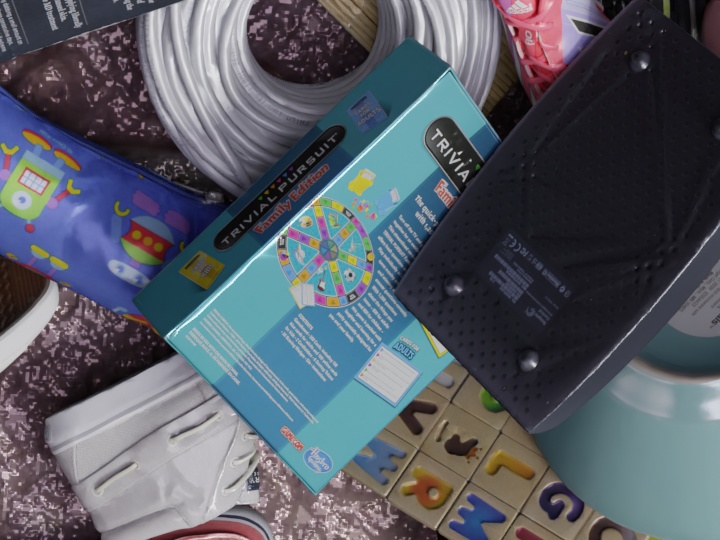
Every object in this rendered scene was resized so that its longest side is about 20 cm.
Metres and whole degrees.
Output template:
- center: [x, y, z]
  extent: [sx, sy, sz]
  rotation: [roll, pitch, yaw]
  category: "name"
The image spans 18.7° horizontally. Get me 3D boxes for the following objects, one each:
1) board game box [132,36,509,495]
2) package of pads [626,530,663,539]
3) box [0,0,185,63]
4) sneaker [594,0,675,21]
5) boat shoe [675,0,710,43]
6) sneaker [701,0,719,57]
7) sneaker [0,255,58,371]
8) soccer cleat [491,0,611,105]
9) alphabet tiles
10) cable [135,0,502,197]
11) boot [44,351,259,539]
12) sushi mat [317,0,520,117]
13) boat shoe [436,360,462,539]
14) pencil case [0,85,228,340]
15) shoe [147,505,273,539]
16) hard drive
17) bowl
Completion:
- center: [0.000, 0.000, 1.156]
  extent: [0.200, 0.047, 0.151]
  rotation: [-43, 130, -4]
  category: "board game box"
- center: [0.193, 0.120, 1.221]
  extent: [0.153, 0.201, 0.068]
  rotation: [-22, 142, 12]
  category: "package of pads"
- center: [-0.131, -0.235, 1.067]
  extent: [0.195, 0.124, 0.202]
  rotation: [-19, 73, -7]
  category: "box"
- center: [0.151, -0.128, 1.222]
  extent: [0.071, 0.083, 0.201]
  rotation: [14, 130, 15]
  category: "sneaker"
- center: [0.208, -0.142, 1.234]
  extent: [0.072, 0.063, 0.202]
  rotation: [-17, 108, -5]
  category: "boat shoe"
- center: [0.226, -0.081, 1.128]
  extent: [0.104, 0.200, 0.076]
  rotation: [-14, 139, -36]
  category: "sneaker"
- center: [-0.249, 0.067, 1.216]
  extent: [0.199, 0.073, 0.085]
  rotation: [-34, 144, -9]
  category: "sneaker"
- center: [0.095, -0.134, 1.136]
  extent: [0.066, 0.077, 0.201]
  rotation: [-5, 122, 27]
  category: "soccer cleat"
- center: [0.087, 0.077, 1.209]
  extent: [0.199, 0.006, 0.167]
  rotation: [30, 70, 18]
  category: "alphabet tiles"
- center: [-0.022, -0.130, 1.178]
  extent: [0.200, 0.069, 0.200]
  rotation: [-42, 109, 5]
  category: "cable"
- center: [-0.073, 0.084, 1.231]
  extent: [0.199, 0.074, 0.096]
  rotation: [-27, 92, 6]
  category: "boot"
- center: [0.022, -0.171, 1.216]
  extent: [0.096, 0.012, 0.200]
  rotation: [-45, 108, 5]
  category: "sushi mat"
- center: [0.075, 0.119, 1.279]
  extent: [0.062, 0.073, 0.203]
  rotation: [-6, 99, -4]
  category: "boat shoe"
- center: [-0.158, -0.037, 1.181]
  extent: [0.199, 0.078, 0.087]
  rotation: [28, 96, -14]
  category: "pencil case"
- center: [-0.140, 0.197, 1.248]
  extent: [0.198, 0.091, 0.072]
  rotation: [-17, 108, -6]
  category: "shoe"
- center: [0.120, -0.025, 1.101]
  extent: [0.200, 0.135, 0.042]
  rotation: [-51, 142, 7]
  category: "hard drive"
- center: [0.179, 0.031, 1.153]
  extent: [0.199, 0.202, 0.105]
  rotation: [-25, 149, -3]
  category: "bowl"
